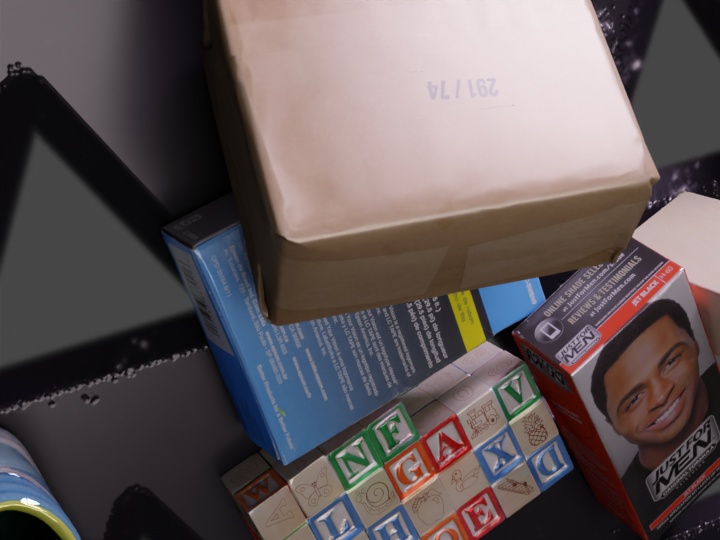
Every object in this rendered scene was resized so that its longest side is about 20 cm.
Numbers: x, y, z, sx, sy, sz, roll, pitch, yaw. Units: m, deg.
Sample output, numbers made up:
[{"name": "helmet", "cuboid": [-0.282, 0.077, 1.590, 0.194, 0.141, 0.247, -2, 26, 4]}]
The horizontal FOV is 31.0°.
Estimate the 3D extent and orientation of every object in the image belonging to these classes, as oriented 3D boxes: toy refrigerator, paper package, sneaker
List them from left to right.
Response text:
[{"name": "sneaker", "cuboid": [-0.172, 0.192, 0.715, 0.079, 0.130, 0.202, -33, 113, -15]}, {"name": "paper package", "cuboid": [0.027, -0.088, 0.686, 0.197, 0.104, 0.193, -11, 67, -12]}, {"name": "toy refrigerator", "cuboid": [0.252, 0.015, 0.822, 0.076, 0.200, 0.071, -36, 113, -12]}]

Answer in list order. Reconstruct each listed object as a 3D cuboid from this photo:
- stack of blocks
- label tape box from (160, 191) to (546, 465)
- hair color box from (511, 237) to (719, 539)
[{"name": "stack of blocks", "cuboid": [0.026, 0.129, 0.827, 0.199, 0.058, 0.116, -33, 113, -13]}, {"name": "label tape box", "cuboid": [0.000, 0.000, 0.782, 0.198, 0.063, 0.146, -29, 112, -20]}, {"name": "hair color box", "cuboid": [0.182, 0.082, 0.855, 0.101, 0.061, 0.201, -41, 132, -10]}]
